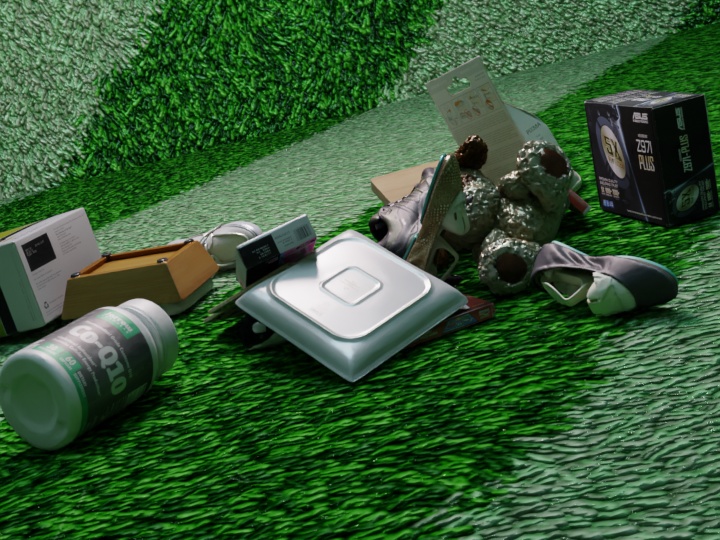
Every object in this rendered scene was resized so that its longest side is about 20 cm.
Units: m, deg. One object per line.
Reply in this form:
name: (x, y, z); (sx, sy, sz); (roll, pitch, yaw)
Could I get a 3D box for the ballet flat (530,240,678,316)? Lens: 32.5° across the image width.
ballet flat: (0.262, 0.018, 1.372); (0.072, 0.074, 0.199); (-20, 22, -31)

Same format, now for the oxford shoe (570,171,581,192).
oxford shoe: (0.313, -0.148, 1.986); (0.074, 0.059, 0.200); (-10, 12, 19)

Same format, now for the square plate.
square plate: (-0.010, 0.028, 1.420); (0.199, 0.029, 0.197); (30, 46, 34)

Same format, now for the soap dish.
soap dish: (-0.327, 0.018, 1.831); (0.197, 0.082, 0.157); (-9, 14, 18)

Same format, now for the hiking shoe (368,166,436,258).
hiking shoe: (0.062, -0.078, 1.684); (0.099, 0.077, 0.201); (4, 39, 12)

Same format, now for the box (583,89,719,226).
box: (0.406, -0.162, 1.734); (0.085, 0.166, 0.200); (-15, 14, -14)

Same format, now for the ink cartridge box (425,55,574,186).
ink cartridge box: (0.185, -0.192, 1.671); (0.050, 0.202, 0.162); (-32, 8, -23)

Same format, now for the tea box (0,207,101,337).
tea box: (-0.527, 0.011, 1.884); (0.194, 0.135, 0.200); (-13, 12, 23)

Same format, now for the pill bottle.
pill bottle: (-0.297, 0.108, 1.374); (0.112, 0.115, 0.200); (-4, 16, 30)

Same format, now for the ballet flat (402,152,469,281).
ballet flat: (0.097, -0.043, 1.507); (0.065, 0.202, 0.070); (25, 25, 14)

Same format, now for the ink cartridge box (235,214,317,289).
ink cartridge box: (-0.108, -0.014, 1.532); (0.094, 0.037, 0.200); (-26, -6, -10)

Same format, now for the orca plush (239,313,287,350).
orca plush: (-0.061, 0.029, 1.511); (0.197, 0.072, 0.106); (-15, 36, 5)

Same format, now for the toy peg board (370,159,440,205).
toy peg board: (0.143, -0.082, 1.846); (0.197, 0.099, 0.199); (-16, 30, -14)

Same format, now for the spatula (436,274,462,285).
spatula: (0.040, 0.031, 1.582); (0.197, 0.021, 0.057); (-15, 20, -15)

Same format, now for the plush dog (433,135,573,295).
plush dog: (0.166, -0.070, 1.576); (0.170, 0.202, 0.161); (21, -8, 14)

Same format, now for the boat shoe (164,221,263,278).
boat shoe: (-0.251, -0.027, 1.958); (0.199, 0.076, 0.086); (-8, 14, 26)

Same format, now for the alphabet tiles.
alphabet tiles: (-0.104, 0.018, 1.594); (0.199, 0.006, 0.166); (-31, -10, 24)

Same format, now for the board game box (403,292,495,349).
board game box: (0.049, 0.067, 1.440); (0.198, 0.020, 0.103); (-18, 16, -22)

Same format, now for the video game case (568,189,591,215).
video game case: (0.245, -0.152, 1.792); (0.018, 0.199, 0.143); (-50, 2, 6)
